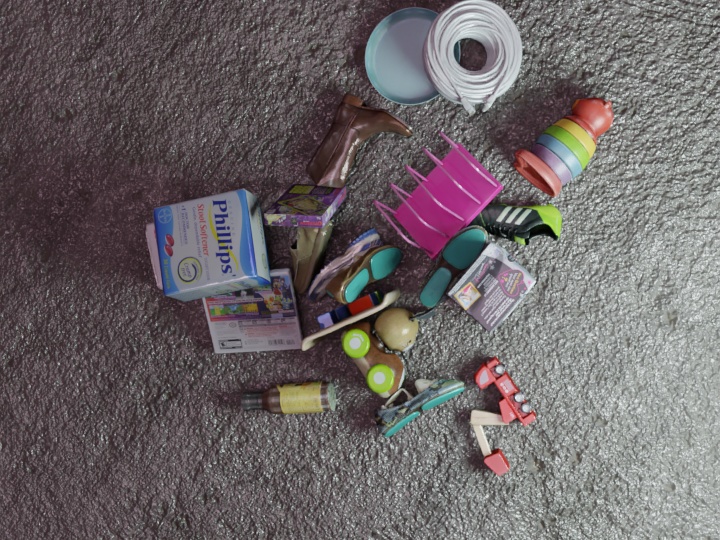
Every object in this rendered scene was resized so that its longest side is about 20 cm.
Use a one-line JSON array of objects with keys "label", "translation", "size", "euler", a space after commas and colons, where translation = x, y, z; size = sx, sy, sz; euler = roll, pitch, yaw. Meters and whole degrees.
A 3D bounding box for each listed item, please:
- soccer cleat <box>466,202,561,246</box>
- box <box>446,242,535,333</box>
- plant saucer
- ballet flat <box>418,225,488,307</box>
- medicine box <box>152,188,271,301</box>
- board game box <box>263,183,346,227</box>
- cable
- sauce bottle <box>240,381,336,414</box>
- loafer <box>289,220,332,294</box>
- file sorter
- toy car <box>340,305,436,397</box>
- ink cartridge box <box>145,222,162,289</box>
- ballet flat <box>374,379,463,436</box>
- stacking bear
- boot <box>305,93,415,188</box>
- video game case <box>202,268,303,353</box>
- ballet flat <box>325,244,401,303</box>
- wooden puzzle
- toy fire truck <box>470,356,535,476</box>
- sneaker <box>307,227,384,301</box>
[{"label": "soccer cleat", "translation": [0.297, -0.089, 1.576], "size": [0.198, 0.068, 0.082], "euler": [-3, 58, 11]}, {"label": "box", "translation": [0.256, 0.031, 1.523], "size": [0.115, 0.200, 0.132], "euler": [42, 98, 8]}, {"label": "plant saucer", "translation": [0.108, -0.441, 1.650], "size": [0.199, 0.027, 0.202], "euler": [0, 89, 12]}, {"label": "ballet flat", "translation": [0.184, -0.014, 1.597], "size": [0.074, 0.074, 0.200], "euler": [43, 110, 10]}, {"label": "medicine box", "translation": [-0.296, -0.049, 1.599], "size": [0.199, 0.103, 0.184], "euler": [-12, 80, 10]}, {"label": "board game box", "translation": [-0.108, -0.133, 1.608], "size": [0.119, 0.200, 0.033], "euler": [0, 112, 14]}, {"label": "cable", "translation": [0.223, -0.432, 1.585], "size": [0.200, 0.069, 0.200], "euler": [45, 86, -4]}, {"label": "sauce bottle", "translation": [-0.153, 0.271, 1.678], "size": [0.198, 0.065, 0.065], "euler": [-5, 88, 11]}, {"label": "loafer", "translation": [-0.110, -0.036, 1.633], "size": [0.067, 0.076, 0.201], "euler": [27, 130, 7]}, {"label": "file sorter", "translation": [0.146, -0.151, 1.559], "size": [0.200, 0.125, 0.139], "euler": [-47, 59, 13]}, {"label": "toy car", "translation": [0.075, 0.140, 1.592], "size": [0.199, 0.164, 0.158], "euler": [-35, 82, -3]}, {"label": "ink cartridge box", "translation": [-0.345, -0.050, 1.714], "size": [0.199, 0.083, 0.146], "euler": [-13, 87, 12]}, {"label": "ballet flat", "translation": [0.112, 0.260, 1.614], "size": [0.199, 0.074, 0.075], "euler": [-32, 83, 7]}, {"label": "stacking bear", "translation": [0.406, -0.253, 1.545], "size": [0.114, 0.121, 0.200], "euler": [43, 90, 11]}, {"label": "boot", "translation": [-0.005, -0.244, 1.649], "size": [0.186, 0.064, 0.201], "euler": [27, 90, 25]}, {"label": "video game case", "translation": [-0.230, 0.087, 1.678], "size": [0.198, 0.023, 0.183], "euler": [-4, 114, 11]}, {"label": "ballet flat", "translation": [0.000, 0.000, 1.574], "size": [0.072, 0.200, 0.068], "euler": [14, 129, 35]}, {"label": "wooden puzzle", "translation": [-0.022, 0.086, 1.589], "size": [0.199, 0.185, 0.047], "euler": [-29, 87, 11]}, {"label": "toy fire truck", "translation": [0.272, 0.290, 1.593], "size": [0.141, 0.049, 0.201], "euler": [-36, 82, 10]}, {"label": "sneaker", "translation": [-0.024, 0.006, 1.650], "size": [0.200, 0.077, 0.085], "euler": [-42, 85, 9]}]
